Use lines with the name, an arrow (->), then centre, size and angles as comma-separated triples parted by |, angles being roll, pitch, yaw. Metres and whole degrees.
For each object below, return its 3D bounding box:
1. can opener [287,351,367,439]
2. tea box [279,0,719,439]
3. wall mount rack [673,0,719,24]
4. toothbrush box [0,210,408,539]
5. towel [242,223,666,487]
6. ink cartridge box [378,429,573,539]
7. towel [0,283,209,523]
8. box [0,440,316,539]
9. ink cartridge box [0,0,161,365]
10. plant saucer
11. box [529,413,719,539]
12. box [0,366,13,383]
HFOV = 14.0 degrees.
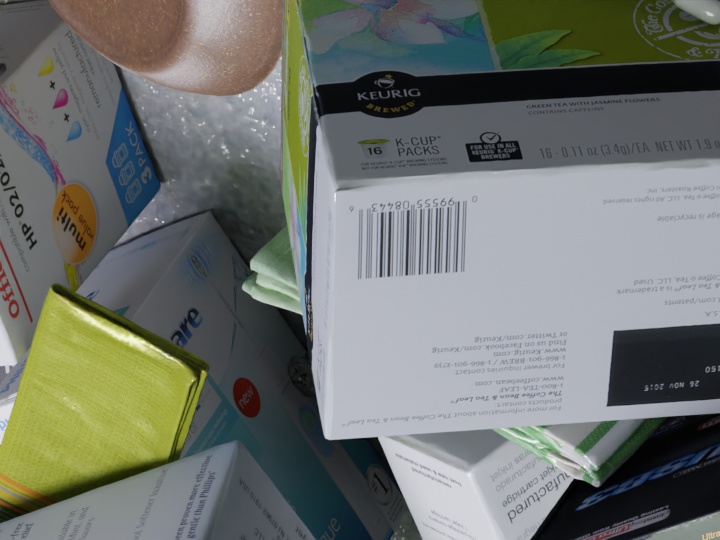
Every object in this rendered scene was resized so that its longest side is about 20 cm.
can opener -> 0.000, 0.000, 1.442 | 0.063, 0.079, 0.200 | 40, 143, 50
tea box -> 0.072, -0.045, 1.231 | 0.200, 0.197, 0.134 | -4, 127, -7
wall mount rack -> 0.090, -0.195, 1.186 | 0.174, 0.075, 0.200 | 23, 98, -22
toothbrush box -> -0.080, 0.096, 1.483 | 0.085, 0.146, 0.200 | -21, 112, 35
towel -> 0.067, 0.006, 1.306 | 0.200, 0.153, 0.023 | 29, 143, 28
ink cartridge box -> 0.115, 0.125, 1.401 | 0.084, 0.144, 0.200 | 22, 142, 54
towel -> -0.135, 0.098, 1.403 | 0.086, 0.018, 0.200 | 26, 130, 5
box -> -0.099, 0.202, 1.390 | 0.200, 0.105, 0.184 | -21, 120, 28
ink cartridge box -> -0.182, -0.032, 1.400 | 0.068, 0.200, 0.115 | -3, 123, 30
plant saucer -> -0.111, -0.162, 1.325 | 0.200, 0.037, 0.201 | 37, 144, 32
box -> 0.175, 0.085, 1.212 | 0.200, 0.198, 0.050 | -22, 96, 22
box -> -0.180, 0.101, 1.593 | 0.200, 0.050, 0.158 | -18, 115, 38
